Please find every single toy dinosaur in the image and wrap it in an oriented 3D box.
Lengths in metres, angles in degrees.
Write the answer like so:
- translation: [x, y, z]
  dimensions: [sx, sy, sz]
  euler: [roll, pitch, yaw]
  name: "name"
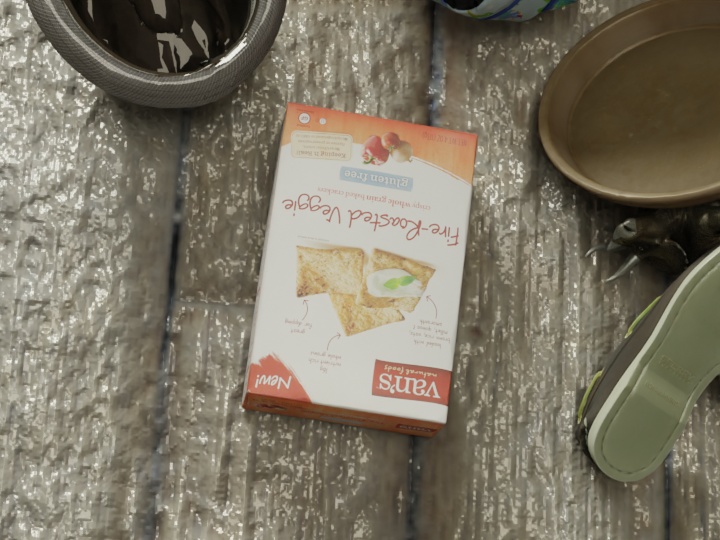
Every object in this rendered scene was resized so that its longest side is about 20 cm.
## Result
- translation: [0.262, -0.018, 1.139]
  dimensions: [0.198, 0.103, 0.077]
  euler: [24, 31, -14]
  name: "toy dinosaur"

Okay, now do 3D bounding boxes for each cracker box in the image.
- translation: [0.000, 0.000, 1.099]
  dimensions: [0.132, 0.058, 0.203]
  euler: [8, 75, -6]
  name: "cracker box"

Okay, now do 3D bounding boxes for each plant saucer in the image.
- translation: [0.219, -0.115, 1.127]
  dimensions: [0.198, 0.030, 0.202]
  euler: [-13, 46, 14]
  name: "plant saucer"

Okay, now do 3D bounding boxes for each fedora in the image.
- translation: [-0.141, -0.199, 1.113]
  dimensions: [0.176, 0.090, 0.201]
  euler: [-34, 89, -14]
  name: "fedora"

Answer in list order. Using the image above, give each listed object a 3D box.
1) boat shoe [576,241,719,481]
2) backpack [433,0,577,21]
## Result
- translation: [0.213, 0.045, 1.090]
  dimensions: [0.072, 0.061, 0.202]
  euler: [39, 91, -15]
  name: "boat shoe"
- translation: [0.106, -0.265, 1.116]
  dimensions: [0.163, 0.153, 0.202]
  euler: [42, 113, 37]
  name: "backpack"
